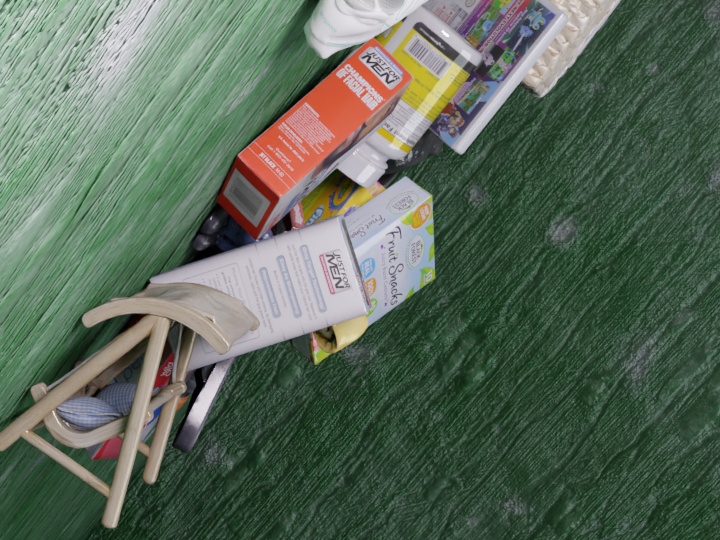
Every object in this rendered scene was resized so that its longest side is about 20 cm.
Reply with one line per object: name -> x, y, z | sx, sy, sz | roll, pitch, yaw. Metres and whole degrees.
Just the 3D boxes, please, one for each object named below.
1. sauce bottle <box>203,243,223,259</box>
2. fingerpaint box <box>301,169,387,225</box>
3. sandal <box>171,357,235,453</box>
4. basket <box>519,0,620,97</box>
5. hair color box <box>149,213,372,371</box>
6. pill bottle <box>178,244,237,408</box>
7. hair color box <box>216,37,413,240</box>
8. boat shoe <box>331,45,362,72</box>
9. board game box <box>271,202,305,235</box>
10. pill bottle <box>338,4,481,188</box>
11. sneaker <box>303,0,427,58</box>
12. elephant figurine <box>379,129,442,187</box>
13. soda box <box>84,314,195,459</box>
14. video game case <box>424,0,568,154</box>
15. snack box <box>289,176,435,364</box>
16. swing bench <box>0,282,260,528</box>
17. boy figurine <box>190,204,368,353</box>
sauce bottle -> -0.196, 0.050, 1.701 | 0.200, 0.066, 0.066 | -50, 179, 14
fingerpaint box -> -0.062, -0.047, 1.892 | 0.201, 0.073, 0.167 | -52, -147, 1
sandal -> -0.161, 0.097, 1.656 | 0.202, 0.043, 0.076 | -66, -173, -22
basket -> 0.211, -0.350, 1.931 | 0.199, 0.199, 0.161 | -51, 177, 12
hair color box -> -0.097, 0.022, 1.516 | 0.198, 0.100, 0.061 | -18, -177, 7
pill bottle -> -0.185, 0.070, 1.789 | 0.201, 0.106, 0.106 | -51, 179, 15
hair color box -> -0.045, -0.130, 1.514 | 0.200, 0.064, 0.111 | -45, 177, -26
boat shoe -> -0.039, -0.147, 1.654 | 0.203, 0.065, 0.074 | -52, 179, 17
board game box -> -0.094, -0.042, 1.731 | 0.200, 0.019, 0.104 | -104, -144, -65
pill bottle -> 0.036, -0.201, 1.750 | 0.201, 0.114, 0.114 | -51, 179, 11
sneaker -> 0.013, -0.227, 1.216 | 0.080, 0.071, 0.200 | -40, 180, 35
elephant figurine -> 0.009, -0.163, 2.143 | 0.199, 0.143, 0.154 | -33, 160, 33
soda box -> -0.232, 0.110, 1.634 | 0.063, 0.070, 0.201 | 3, 130, -54
video game case -> 0.121, -0.266, 1.800 | 0.201, 0.182, 0.023 | -51, 148, 8
snack box -> 0.000, 0.000, 1.800 | 0.199, 0.053, 0.143 | -35, 144, -26
swing bench -> -0.202, 0.096, 1.380 | 0.201, 0.129, 0.199 | -56, 178, 4
boy figurine -> -0.082, 0.011, 1.600 | 0.065, 0.200, 0.124 | -50, -177, -39
